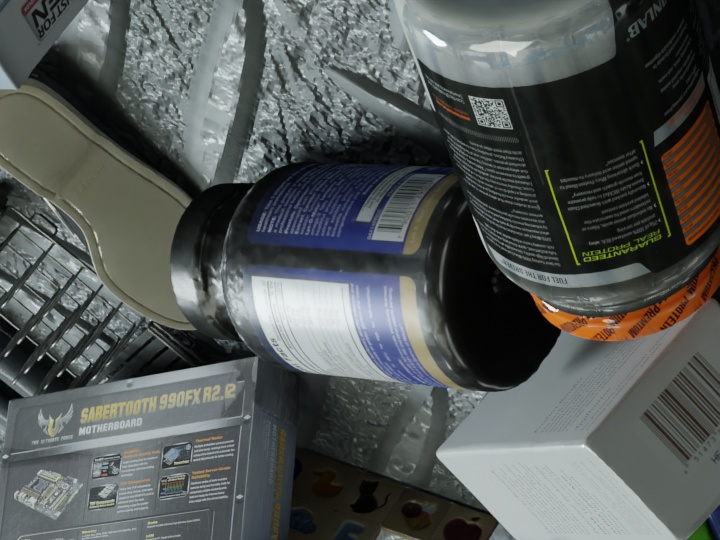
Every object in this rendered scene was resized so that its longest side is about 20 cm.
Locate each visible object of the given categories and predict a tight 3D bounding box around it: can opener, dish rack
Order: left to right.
[{"bbox_3d":[-0.280,0.034,1.710,0.200,0.067,0.053,40,109,-12],"label":"can opener"},{"bbox_3d":[-0.197,0.037,1.622,0.200,0.055,0.153,39,150,-8],"label":"dish rack"}]

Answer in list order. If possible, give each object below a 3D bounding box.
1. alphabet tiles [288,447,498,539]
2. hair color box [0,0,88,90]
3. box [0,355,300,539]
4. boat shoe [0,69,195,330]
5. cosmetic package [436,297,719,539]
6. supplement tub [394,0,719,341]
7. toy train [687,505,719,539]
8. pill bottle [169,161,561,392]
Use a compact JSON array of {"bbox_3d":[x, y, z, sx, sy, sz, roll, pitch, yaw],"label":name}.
[{"bbox_3d":[-0.040,0.185,1.562,0.199,0.167,0.008,17,144,28],"label":"alphabet tiles"},{"bbox_3d":[-0.212,-0.196,1.265,0.060,0.099,0.200,4,138,41],"label":"hair color box"},{"bbox_3d":[-0.135,0.146,1.562,0.199,0.159,0.048,-12,152,31],"label":"box"},{"bbox_3d":[-0.145,-0.047,1.470,0.200,0.073,0.063,46,-169,-27],"label":"boat shoe"},{"bbox_3d":[0.124,0.078,1.271,0.074,0.102,0.200,46,164,-8],"label":"cosmetic package"},{"bbox_3d":[0.096,-0.070,1.117,0.122,0.123,0.200,13,142,33],"label":"supplement tub"},{"bbox_3d":[0.140,0.165,1.359,0.200,0.115,0.085,124,125,-80],"label":"toy train"},{"bbox_3d":[0.000,0.000,1.320,0.199,0.112,0.112,5,138,41],"label":"pill bottle"}]
